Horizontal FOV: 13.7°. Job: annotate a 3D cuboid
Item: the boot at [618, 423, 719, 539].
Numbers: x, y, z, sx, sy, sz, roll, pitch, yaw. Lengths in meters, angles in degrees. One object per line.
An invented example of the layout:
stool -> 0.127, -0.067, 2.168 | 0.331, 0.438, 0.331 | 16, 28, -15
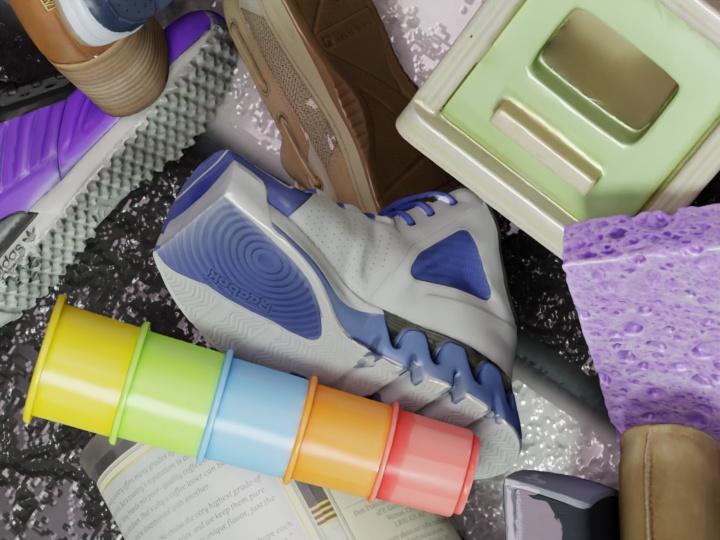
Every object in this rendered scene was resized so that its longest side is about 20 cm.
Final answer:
boot -> 0.155, 0.193, 1.357 | 0.066, 0.175, 0.200 | -4, 62, 11

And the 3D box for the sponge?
sponge -> 0.165, 0.048, 1.363 | 0.111, 0.200, 0.030 | -5, 47, 15

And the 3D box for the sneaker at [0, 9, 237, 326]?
sneaker -> -0.155, -0.072, 1.512 | 0.200, 0.070, 0.100 | -46, 74, 7

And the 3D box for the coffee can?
coffee can -> -0.024, 0.142, 1.419 | 0.146, 0.146, 0.200 | -30, 79, 11

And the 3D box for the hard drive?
hard drive -> 0.098, 0.158, 1.357 | 0.042, 0.200, 0.135 | -3, 83, 11

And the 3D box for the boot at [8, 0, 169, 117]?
boot -> -0.159, -0.184, 1.452 | 0.077, 0.155, 0.200 | -21, 50, 12

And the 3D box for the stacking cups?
stacking cups -> -0.048, 0.068, 1.338 | 0.200, 0.061, 0.061 | 17, 90, -5

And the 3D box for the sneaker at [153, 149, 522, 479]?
sneaker -> 0.001, 0.000, 1.375 | 0.199, 0.115, 0.081 | 37, 134, -23

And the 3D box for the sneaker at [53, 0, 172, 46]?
sneaker -> -0.065, -0.170, 1.392 | 0.108, 0.200, 0.070 | -13, 111, 27

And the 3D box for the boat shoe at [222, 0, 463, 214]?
boat shoe -> -0.003, -0.065, 1.479 | 0.064, 0.071, 0.200 | -27, 86, 46

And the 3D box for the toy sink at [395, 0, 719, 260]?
toy sink -> 0.104, -0.080, 1.367 | 0.130, 0.112, 0.200 | 38, 127, -1
